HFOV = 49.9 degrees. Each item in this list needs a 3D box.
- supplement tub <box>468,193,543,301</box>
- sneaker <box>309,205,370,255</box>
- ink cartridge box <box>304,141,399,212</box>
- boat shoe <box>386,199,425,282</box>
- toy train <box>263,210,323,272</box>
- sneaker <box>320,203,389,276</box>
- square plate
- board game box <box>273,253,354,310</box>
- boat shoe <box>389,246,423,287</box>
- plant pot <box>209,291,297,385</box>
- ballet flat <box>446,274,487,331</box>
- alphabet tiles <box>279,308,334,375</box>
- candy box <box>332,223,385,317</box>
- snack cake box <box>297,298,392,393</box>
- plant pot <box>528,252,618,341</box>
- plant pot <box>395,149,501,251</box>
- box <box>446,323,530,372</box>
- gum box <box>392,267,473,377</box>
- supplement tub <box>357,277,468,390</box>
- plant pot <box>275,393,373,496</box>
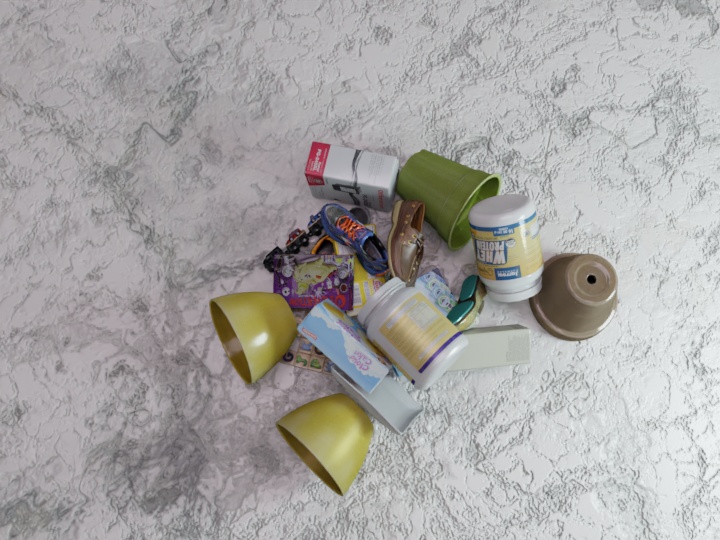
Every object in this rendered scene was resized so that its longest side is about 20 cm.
[{"bbox_3d":[0.318,-0.049,1.670,0.143,0.145,0.202,-16,111,-4],"label":"supplement tub"},{"bbox_3d":[-0.046,-0.073,1.773,0.078,0.077,0.200,37,76,11],"label":"sneaker"},{"bbox_3d":[-0.016,-0.213,1.770,0.198,0.145,0.084,12,75,8],"label":"ink cartridge box"},{"bbox_3d":[0.102,-0.067,1.665,0.067,0.072,0.202,-8,59,28],"label":"boat shoe"},{"bbox_3d":[-0.146,-0.072,1.796,0.200,0.034,0.046,-40,66,-9],"label":"toy train"},{"bbox_3d":[-0.004,-0.076,1.677,0.200,0.078,0.075,42,71,0],"label":"sneaker"},{"bbox_3d":[0.035,0.258,1.631,0.198,0.200,0.029,42,105,11],"label":"square plate"},{"bbox_3d":[-0.105,0.024,1.706,0.198,0.032,0.121,1,94,29],"label":"board game box"},{"bbox_3d":[0.104,-0.031,1.739,0.070,0.071,0.202,-1,55,11],"label":"boat shoe"},{"bbox_3d":[-0.220,0.125,1.670,0.141,0.200,0.201,-26,75,-21],"label":"plant pot"},{"bbox_3d":[0.237,0.086,1.687,0.070,0.071,0.200,25,40,7],"label":"ballet flat"},{"bbox_3d":[-0.111,0.123,1.754,0.165,0.008,0.202,13,75,4],"label":"alphabet tiles"},{"bbox_3d":[0.000,0.000,1.715,0.101,0.026,0.202,-7,79,-16],"label":"candy box"},{"bbox_3d":[-0.026,0.153,1.600,0.200,0.115,0.067,41,101,5],"label":"snack cake box"},{"bbox_3d":[0.482,0.039,1.691,0.198,0.175,0.202,0,73,0],"label":"plant pot"},{"bbox_3d":[0.188,-0.179,1.760,0.189,0.200,0.200,36,77,22],"label":"plant pot"},{"bbox_3d":[0.267,0.167,1.681,0.198,0.068,0.083,-3,97,-12],"label":"box"},{"bbox_3d":[0.129,0.116,1.736,0.199,0.045,0.171,-29,76,-7],"label":"gum box"},{"bbox_3d":[0.104,0.127,1.575,0.145,0.146,0.200,-42,76,-11],"label":"supplement tub"},{"bbox_3d":[-0.057,0.339,1.597,0.200,0.200,0.142,44,70,11],"label":"plant pot"}]
